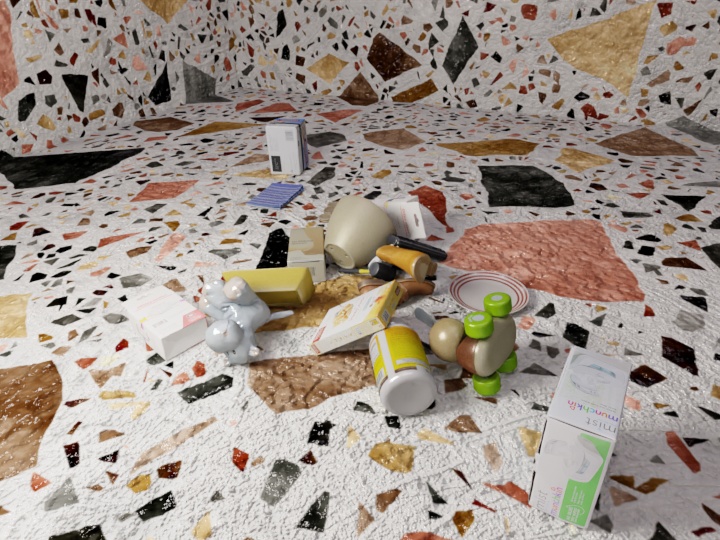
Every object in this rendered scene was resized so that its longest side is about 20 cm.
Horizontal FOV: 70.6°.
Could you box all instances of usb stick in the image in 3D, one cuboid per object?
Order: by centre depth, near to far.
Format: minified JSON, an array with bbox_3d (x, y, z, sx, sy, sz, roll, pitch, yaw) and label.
[{"bbox_3d":[0.158,-0.063,1.406,0.200,0.033,0.055,13,14,-36],"label":"usb stick"}]

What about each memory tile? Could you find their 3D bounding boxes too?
[{"bbox_3d":[-0.030,-0.196,1.734,0.200,0.017,0.153,4,32,12],"label":"memory tile"}]

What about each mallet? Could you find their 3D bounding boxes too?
[{"bbox_3d":[0.000,0.000,1.328,0.200,0.041,0.066,4,-13,44],"label":"mallet"}]

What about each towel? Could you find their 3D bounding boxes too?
[{"bbox_3d":[-0.312,-0.280,1.882,0.145,0.024,0.200,9,33,18],"label":"towel"}]

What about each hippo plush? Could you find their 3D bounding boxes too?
[{"bbox_3d":[-0.282,0.129,1.124,0.159,0.200,0.161,-17,48,30],"label":"hippo plush"}]

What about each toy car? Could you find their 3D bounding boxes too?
[{"bbox_3d":[0.205,0.137,1.054,0.200,0.165,0.158,8,30,40],"label":"toy car"}]

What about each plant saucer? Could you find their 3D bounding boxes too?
[{"bbox_3d":[-0.214,0.048,1.228,0.200,0.200,0.049,-4,72,-1],"label":"plant saucer"}]

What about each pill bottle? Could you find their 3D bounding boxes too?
[{"bbox_3d":[0.078,0.182,1.016,0.109,0.109,0.200,-5,32,-5],"label":"pill bottle"}]

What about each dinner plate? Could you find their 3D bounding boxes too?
[{"bbox_3d":[0.321,0.060,1.285,0.200,0.024,0.200,-2,32,1],"label":"dinner plate"}]

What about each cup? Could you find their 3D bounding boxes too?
[{"bbox_3d":[-0.019,-0.087,1.417,0.200,0.200,0.143,19,59,31],"label":"cup"}]

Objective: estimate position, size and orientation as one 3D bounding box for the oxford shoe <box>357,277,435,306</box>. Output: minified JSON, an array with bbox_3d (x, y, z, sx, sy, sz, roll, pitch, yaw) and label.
[{"bbox_3d":[0.094,0.062,1.275,0.200,0.071,0.071,-4,62,-9],"label":"oxford shoe"}]

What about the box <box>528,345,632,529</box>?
[{"bbox_3d":[0.339,0.255,0.794,0.097,0.200,0.176,15,34,26],"label":"box"}]

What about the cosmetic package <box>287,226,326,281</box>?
[{"bbox_3d":[-0.150,-0.048,1.444,0.105,0.071,0.200,-5,32,-4],"label":"cosmetic package"}]

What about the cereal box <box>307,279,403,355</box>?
[{"bbox_3d":[-0.011,0.104,1.121,0.200,0.040,0.144,-26,19,31],"label":"cereal box"}]

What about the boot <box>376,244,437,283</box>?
[{"bbox_3d":[0.101,-0.023,1.253,0.144,0.071,0.201,19,5,20],"label":"boot"}]

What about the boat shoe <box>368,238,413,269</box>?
[{"bbox_3d":[0.105,-0.030,1.410,0.066,0.070,0.200,45,37,16],"label":"boat shoe"}]

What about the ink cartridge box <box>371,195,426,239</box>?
[{"bbox_3d":[0.118,-0.155,1.512,0.200,0.117,0.067,3,25,42],"label":"ink cartridge box"}]

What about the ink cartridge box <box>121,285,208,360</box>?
[{"bbox_3d":[-0.462,0.116,1.198,0.200,0.068,0.116,27,41,36],"label":"ink cartridge box"}]

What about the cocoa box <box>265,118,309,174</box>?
[{"bbox_3d":[-0.297,-0.508,2.086,0.133,0.200,0.131,5,31,12],"label":"cocoa box"}]
